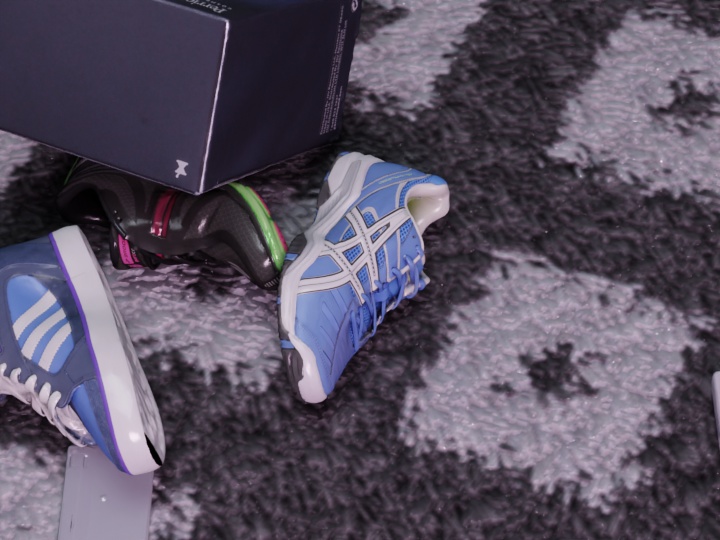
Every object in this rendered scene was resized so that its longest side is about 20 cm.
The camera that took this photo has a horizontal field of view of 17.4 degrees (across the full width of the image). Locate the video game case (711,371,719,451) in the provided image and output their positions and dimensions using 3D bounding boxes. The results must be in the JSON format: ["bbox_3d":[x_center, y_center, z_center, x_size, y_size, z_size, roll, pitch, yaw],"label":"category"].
[{"bbox_3d":[0.315,0.128,1.387,0.198,0.022,0.183,-3,48,3],"label":"video game case"}]

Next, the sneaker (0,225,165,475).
[{"bbox_3d":[-0.213,0.071,1.468,0.146,0.081,0.201,-24,51,-1],"label":"sneaker"}]

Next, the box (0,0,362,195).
[{"bbox_3d":[-0.132,-0.149,1.564,0.199,0.124,0.198,18,21,21],"label":"box"}]

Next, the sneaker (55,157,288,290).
[{"bbox_3d":[-0.121,-0.024,1.548,0.199,0.077,0.084,24,61,37],"label":"sneaker"}]

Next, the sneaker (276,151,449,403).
[{"bbox_3d":[0.000,0.000,1.501,0.076,0.076,0.201,6,50,17],"label":"sneaker"}]

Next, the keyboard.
[{"bbox_3d":[-0.156,0.182,1.404,0.056,0.011,0.201,1,49,0],"label":"keyboard"}]
